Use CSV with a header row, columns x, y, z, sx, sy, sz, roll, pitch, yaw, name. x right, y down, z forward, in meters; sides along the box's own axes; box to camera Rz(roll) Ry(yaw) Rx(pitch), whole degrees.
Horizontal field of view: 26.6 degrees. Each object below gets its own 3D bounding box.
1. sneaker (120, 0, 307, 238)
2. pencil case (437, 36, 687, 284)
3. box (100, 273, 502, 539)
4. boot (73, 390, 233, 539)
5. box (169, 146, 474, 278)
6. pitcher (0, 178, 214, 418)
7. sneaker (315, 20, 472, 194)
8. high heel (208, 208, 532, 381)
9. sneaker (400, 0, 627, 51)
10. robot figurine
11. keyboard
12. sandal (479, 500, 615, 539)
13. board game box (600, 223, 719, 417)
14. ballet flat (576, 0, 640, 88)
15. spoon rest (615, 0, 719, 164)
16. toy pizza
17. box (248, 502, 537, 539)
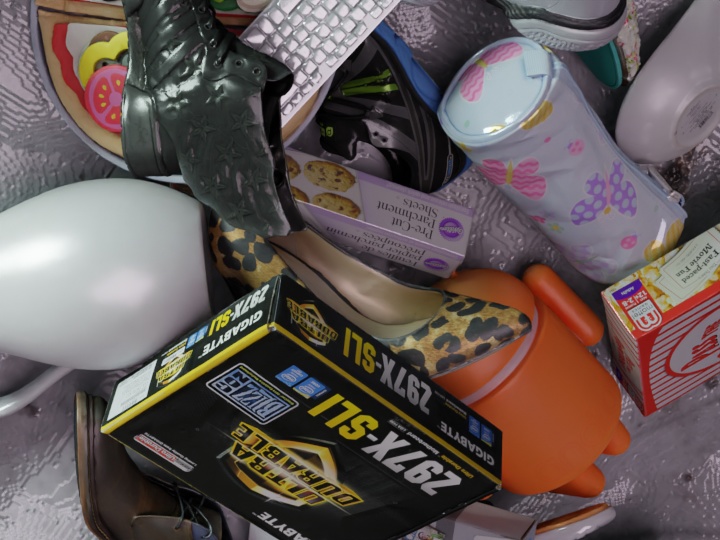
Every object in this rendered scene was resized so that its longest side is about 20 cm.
x,y,z,sx,sy,sz,roll,pitch,yaw,name
-0.084,-0.120,0.888,0.104,0.060,0.200,2,94,12,sneaker
0.138,-0.069,1.014,0.200,0.091,0.083,39,53,-40,pencil case
-0.033,0.102,0.954,0.160,0.049,0.200,-33,124,32,box
-0.140,0.156,1.047,0.097,0.075,0.200,-9,127,-5,boot
-0.025,-0.048,1.008,0.200,0.039,0.041,19,62,-7,box
-0.195,0.025,0.987,0.200,0.121,0.172,-6,132,-2,pitcher
-0.004,-0.120,0.998,0.083,0.071,0.200,-45,116,-3,sneaker
0.000,0.000,0.957,0.200,0.071,0.143,-6,116,25,high heel
0.073,-0.214,0.930,0.200,0.075,0.115,23,149,15,sneaker
0.104,0.077,1.070,0.144,0.117,0.200,-39,114,14,robot figurine
-0.041,-0.134,0.919,0.056,0.011,0.200,42,95,-13,keyboard
0.089,0.187,1.107,0.207,0.079,0.059,-26,79,29,sandal
0.272,0.012,1.083,0.200,0.046,0.152,-30,152,-2,board game box
0.141,-0.211,1.005,0.064,0.076,0.200,-44,116,-8,ballet flat
0.247,-0.156,1.054,0.200,0.061,0.099,-49,144,8,spoon rest
-0.111,-0.153,0.941,0.200,0.032,0.200,1,98,8,toy pizza
0.015,0.225,1.079,0.200,0.041,0.156,13,108,19,box
